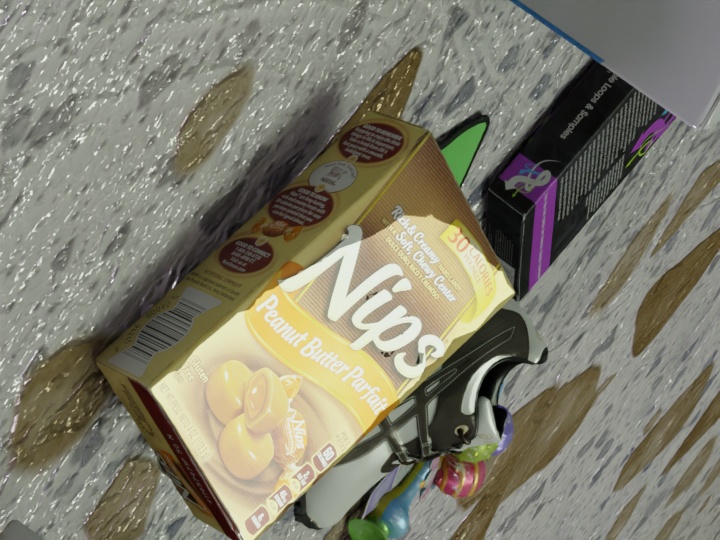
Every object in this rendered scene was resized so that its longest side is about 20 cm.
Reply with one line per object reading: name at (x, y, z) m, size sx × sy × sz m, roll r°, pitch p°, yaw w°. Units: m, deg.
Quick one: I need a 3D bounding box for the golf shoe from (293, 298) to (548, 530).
golf shoe at (0.036, 0.096, 1.879) m, size 0.200 × 0.094 × 0.078 m, roll -54°, pitch 167°, yaw 13°

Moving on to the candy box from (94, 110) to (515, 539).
candy box at (-0.025, 0.028, 1.515) m, size 0.200 × 0.055 × 0.116 m, roll -42°, pitch 126°, yaw -18°

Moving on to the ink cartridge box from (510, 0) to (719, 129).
ink cartridge box at (0.189, -0.169, 1.676) m, size 0.200 × 0.145 × 0.084 m, roll -27°, pitch 149°, yaw -57°

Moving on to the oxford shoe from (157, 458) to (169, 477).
oxford shoe at (-0.041, 0.036, 1.588) m, size 0.074 × 0.071 × 0.200 m, roll -5°, pitch 126°, yaw -58°

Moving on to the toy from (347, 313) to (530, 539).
toy at (0.067, 0.133, 2.126) m, size 0.200 × 0.047 × 0.115 m, roll -43°, pitch 162°, yaw -33°

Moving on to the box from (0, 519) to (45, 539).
box at (-0.182, 0.234, 1.479) m, size 0.124 × 0.097 × 0.200 m, roll -52°, pitch 172°, yaw -34°

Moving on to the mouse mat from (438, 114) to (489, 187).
mouse mat at (0.000, 0.000, 1.740) m, size 0.200 × 0.008 × 0.161 m, roll -36°, pitch 156°, yaw -50°

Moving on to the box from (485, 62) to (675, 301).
box at (0.153, -0.086, 1.945) m, size 0.200 × 0.036 × 0.143 m, roll -48°, pitch 164°, yaw -17°
